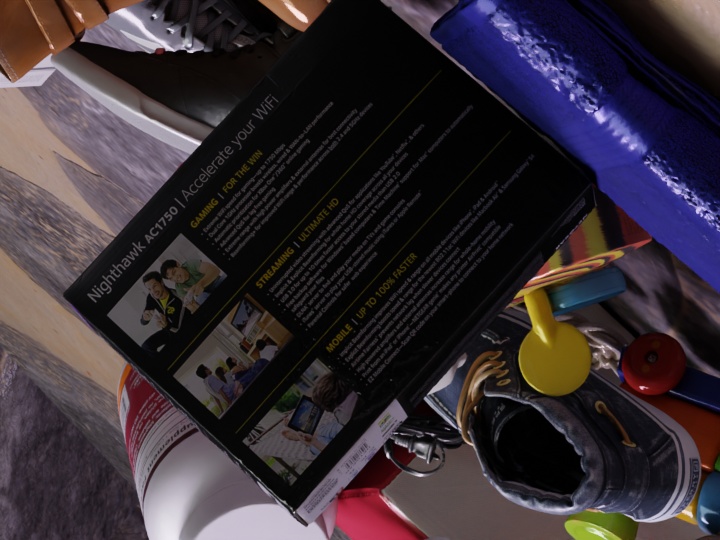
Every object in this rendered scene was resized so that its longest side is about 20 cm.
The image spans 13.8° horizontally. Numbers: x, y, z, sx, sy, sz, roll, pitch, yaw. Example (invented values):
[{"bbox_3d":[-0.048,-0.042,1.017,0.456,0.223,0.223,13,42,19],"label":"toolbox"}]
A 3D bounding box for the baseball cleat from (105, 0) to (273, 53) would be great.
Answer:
[{"bbox_3d":[-0.077,-0.134,1.648,0.106,0.070,0.200,18,163,38],"label":"baseball cleat"}]

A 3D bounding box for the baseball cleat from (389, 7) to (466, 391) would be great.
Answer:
[{"bbox_3d":[-0.012,-0.036,1.406,0.070,0.106,0.201,114,145,-67],"label":"baseball cleat"}]

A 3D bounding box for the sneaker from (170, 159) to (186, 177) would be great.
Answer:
[{"bbox_3d":[-0.087,-0.028,1.719,0.087,0.200,0.074,24,128,35],"label":"sneaker"}]

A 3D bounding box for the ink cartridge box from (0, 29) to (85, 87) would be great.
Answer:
[{"bbox_3d":[-0.209,-0.183,1.635,0.200,0.082,0.148,161,104,-77],"label":"ink cartridge box"}]

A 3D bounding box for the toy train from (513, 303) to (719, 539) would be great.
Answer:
[{"bbox_3d":[0.140,0.097,1.552,0.199,0.116,0.085,20,160,28],"label":"toy train"}]

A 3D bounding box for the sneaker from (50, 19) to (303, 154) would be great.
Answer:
[{"bbox_3d":[-0.057,-0.104,1.535,0.199,0.100,0.071,22,177,13],"label":"sneaker"}]

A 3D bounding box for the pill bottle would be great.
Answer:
[{"bbox_3d":[-0.075,0.116,1.721,0.113,0.113,0.200,47,-169,-30],"label":"pill bottle"}]

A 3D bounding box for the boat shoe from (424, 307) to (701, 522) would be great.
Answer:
[{"bbox_3d":[0.075,0.066,1.505,0.091,0.071,0.200,7,-165,-46],"label":"boat shoe"}]

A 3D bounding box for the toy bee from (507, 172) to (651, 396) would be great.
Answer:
[{"bbox_3d":[0.075,0.005,1.464,0.200,0.108,0.131,89,160,-62],"label":"toy bee"}]

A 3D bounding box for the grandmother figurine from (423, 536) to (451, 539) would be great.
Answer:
[{"bbox_3d":[0.041,0.193,1.630,0.121,0.061,0.200,11,159,4],"label":"grandmother figurine"}]

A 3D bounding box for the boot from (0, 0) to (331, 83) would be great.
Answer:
[{"bbox_3d":[-0.118,-0.148,1.461,0.200,0.155,0.074,42,168,-5],"label":"boot"}]

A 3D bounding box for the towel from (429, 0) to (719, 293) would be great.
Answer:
[{"bbox_3d":[0.123,-0.062,1.280,0.200,0.050,0.148,42,176,-4],"label":"towel"}]

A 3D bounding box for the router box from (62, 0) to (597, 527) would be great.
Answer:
[{"bbox_3d":[-0.013,-0.009,1.338,0.149,0.200,0.051,42,175,13],"label":"router box"}]

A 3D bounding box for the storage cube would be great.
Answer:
[{"bbox_3d":[0.105,0.125,1.720,0.200,0.171,0.180,43,167,-5],"label":"storage cube"}]

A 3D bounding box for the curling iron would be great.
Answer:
[{"bbox_3d":[0.105,0.087,1.607,0.050,0.199,0.026,-116,25,-60],"label":"curling iron"}]
